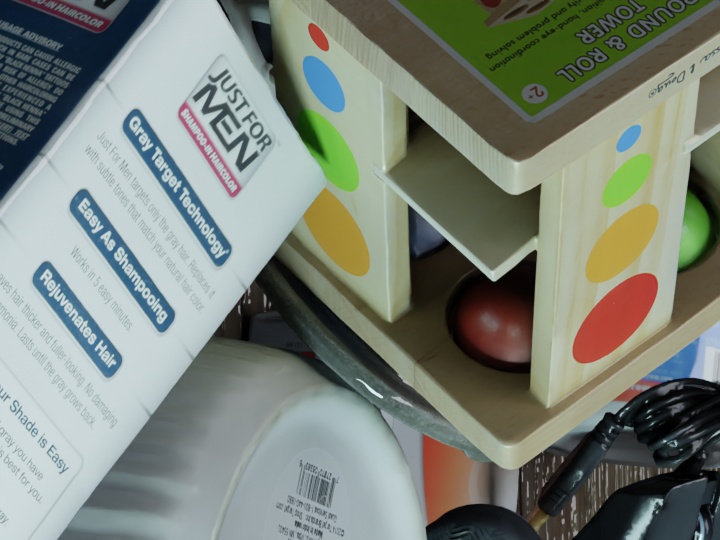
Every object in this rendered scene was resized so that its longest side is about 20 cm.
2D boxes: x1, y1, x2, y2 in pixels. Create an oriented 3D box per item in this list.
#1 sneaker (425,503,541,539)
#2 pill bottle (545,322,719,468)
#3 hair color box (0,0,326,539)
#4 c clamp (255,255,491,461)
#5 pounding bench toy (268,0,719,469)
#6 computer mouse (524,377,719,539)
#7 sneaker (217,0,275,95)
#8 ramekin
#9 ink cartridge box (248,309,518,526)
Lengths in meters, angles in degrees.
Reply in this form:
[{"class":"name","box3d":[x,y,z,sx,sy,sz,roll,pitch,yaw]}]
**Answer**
[{"class":"sneaker","box3d":[0.037,0.154,1.050,0.088,0.074,0.200,-50,157,-53]},{"class":"pill bottle","box3d":[0.126,-0.021,1.228,0.112,0.112,0.200,30,63,-60]},{"class":"hair color box","box3d":[-0.103,0.014,0.750,0.200,0.060,0.100,-53,142,-18]},{"class":"c clamp","box3d":[0.000,0.000,0.950,0.171,0.027,0.200,35,14,-42]},{"class":"pounding bench toy","box3d":[0.078,-0.065,0.833,0.200,0.124,0.156,-34,148,-22]},{"class":"computer mouse","box3d":[0.107,0.115,1.146,0.140,0.200,0.046,1,49,-48]},{"class":"sneaker","box3d":[-0.071,-0.092,0.864,0.199,0.079,0.130,-56,148,-33]},{"class":"ramekin","box3d":[-0.057,0.112,0.868,0.200,0.105,0.200,-1,91,-63]},{"class":"ink cartridge box","box3d":[0.007,0.123,1.061,0.162,0.050,0.200,19,70,-62]}]
